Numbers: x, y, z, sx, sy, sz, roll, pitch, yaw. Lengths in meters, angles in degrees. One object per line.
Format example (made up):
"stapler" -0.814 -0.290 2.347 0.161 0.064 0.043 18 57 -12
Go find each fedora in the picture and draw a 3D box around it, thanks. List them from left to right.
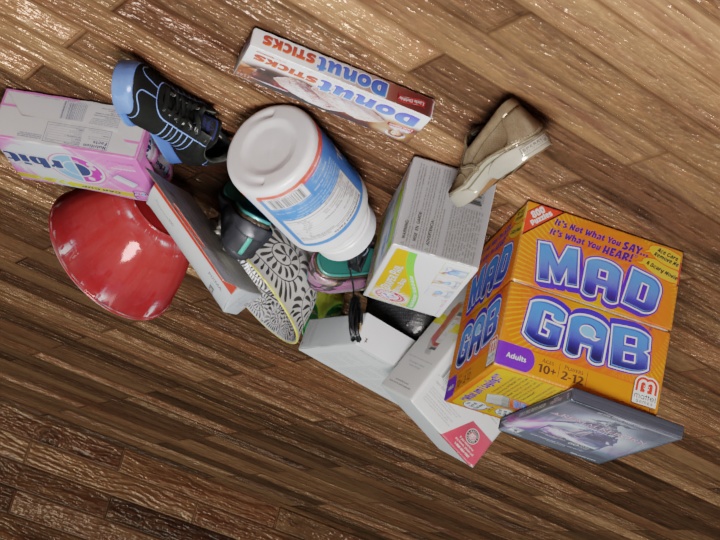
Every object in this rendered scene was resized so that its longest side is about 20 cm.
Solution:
"fedora" 0.075 0.062 1.837 0.198 0.093 0.201 13 159 5

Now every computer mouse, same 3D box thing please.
"computer mouse" 0.000 0.000 1.595 0.033 0.202 0.059 -2 145 1

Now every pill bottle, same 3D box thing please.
"pill bottle" -0.058 -0.090 1.510 0.111 0.114 0.200 4 157 27

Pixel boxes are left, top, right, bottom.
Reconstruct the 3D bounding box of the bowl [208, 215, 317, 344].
"bowl" -0.115 -0.013 1.732 0.201 0.094 0.201 44 163 17

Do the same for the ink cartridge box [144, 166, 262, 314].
"ink cartridge box" -0.195 -0.030 1.551 0.163 0.057 0.200 54 -173 8

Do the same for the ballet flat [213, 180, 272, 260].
"ballet flat" -0.144 -0.057 1.588 0.072 0.074 0.200 19 -168 -13

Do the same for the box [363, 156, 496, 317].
"box" 0.077 -0.034 1.562 0.100 0.114 0.200 16 161 -5

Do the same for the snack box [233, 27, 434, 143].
"snack box" -0.027 -0.186 1.362 0.198 0.025 0.072 20 158 -13

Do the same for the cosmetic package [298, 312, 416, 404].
"cosmetic package" 0.036 0.126 1.826 0.199 0.052 0.150 31 161 -28

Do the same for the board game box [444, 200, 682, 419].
"board game box" 0.237 0.069 1.590 0.197 0.202 0.200 17 160 -8

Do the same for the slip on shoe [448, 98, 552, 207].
"slip on shoe" 0.132 -0.120 1.382 0.061 0.076 0.200 56 165 1

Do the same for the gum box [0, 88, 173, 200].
"gum box" -0.326 -0.148 1.607 0.197 0.067 0.114 10 159 11

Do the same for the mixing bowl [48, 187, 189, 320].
"mixing bowl" -0.284 -0.050 1.706 0.199 0.202 0.108 30 124 -36

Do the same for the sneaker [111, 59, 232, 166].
"sneaker" -0.202 -0.172 1.469 0.077 0.071 0.200 3 164 18

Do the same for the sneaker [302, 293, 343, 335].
"sneaker" -0.061 0.092 2.025 0.073 0.085 0.200 11 160 7

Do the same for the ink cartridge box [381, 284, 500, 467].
"ink cartridge box" 0.147 0.127 1.746 0.145 0.200 0.083 48 166 -27

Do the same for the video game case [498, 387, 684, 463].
"video game case" 0.262 0.183 1.553 0.141 0.019 0.200 20 160 -12

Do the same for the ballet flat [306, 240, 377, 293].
"ballet flat" 0.025 -0.002 1.687 0.197 0.070 0.071 -4 158 -17
